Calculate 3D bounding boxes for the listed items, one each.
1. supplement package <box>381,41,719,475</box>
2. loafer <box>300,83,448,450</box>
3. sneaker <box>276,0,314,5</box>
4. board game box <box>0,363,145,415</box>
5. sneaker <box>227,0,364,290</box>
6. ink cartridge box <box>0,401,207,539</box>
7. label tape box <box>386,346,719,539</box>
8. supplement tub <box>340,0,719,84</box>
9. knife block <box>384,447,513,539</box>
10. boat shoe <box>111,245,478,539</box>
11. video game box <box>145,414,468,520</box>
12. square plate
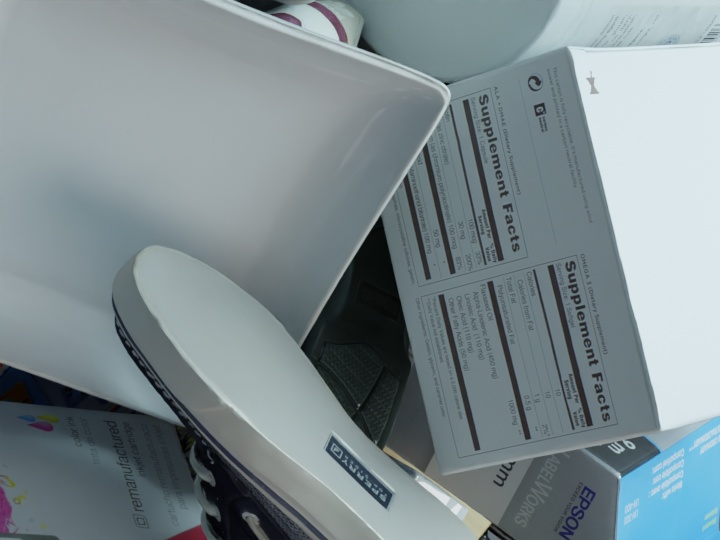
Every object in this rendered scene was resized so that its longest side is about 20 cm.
[{"bbox_3d":[0.115,-0.010,1.036,0.111,0.156,0.200,-16,176,38],"label":"supplement package"},{"bbox_3d":[0.000,0.000,1.063,0.063,0.072,0.200,-9,-128,54],"label":"loafer"},{"bbox_3d":[0.004,-0.188,0.953,0.081,0.075,0.200,-41,165,-48],"label":"sneaker"},{"bbox_3d":[-0.133,0.029,1.132,0.151,0.037,0.200,-41,158,-11],"label":"board game box"},{"bbox_3d":[-0.047,-0.028,1.053,0.090,0.075,0.200,-33,155,-45],"label":"sneaker"},{"bbox_3d":[-0.164,0.128,1.010,0.199,0.148,0.086,9,127,-28],"label":"ink cartridge box"},{"bbox_3d":[0.110,0.083,1.144,0.143,0.200,0.066,-19,138,-60],"label":"label tape box"},{"bbox_3d":[0.092,-0.150,1.084,0.200,0.132,0.132,-7,138,-55],"label":"supplement tub"},{"bbox_3d":[0.050,0.105,1.307,0.064,0.175,0.200,-50,157,-11],"label":"knife block"},{"bbox_3d":[-0.045,0.089,0.969,0.093,0.200,0.075,-41,-176,29],"label":"boat shoe"},{"bbox_3d":[-0.066,0.143,1.108,0.047,0.200,0.183,34,85,-37],"label":"video game box"},{"bbox_3d":[-0.095,-0.037,0.960,0.198,0.028,0.200,21,123,-17],"label":"square plate"}]
